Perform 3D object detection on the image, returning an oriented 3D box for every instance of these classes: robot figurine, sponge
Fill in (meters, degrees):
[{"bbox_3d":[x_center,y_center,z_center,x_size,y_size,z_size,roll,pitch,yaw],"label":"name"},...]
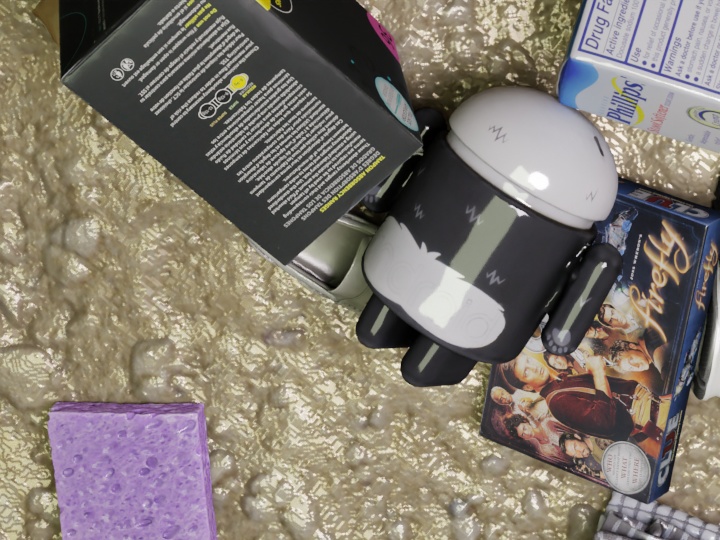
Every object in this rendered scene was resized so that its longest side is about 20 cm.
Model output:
[{"bbox_3d":[0.080,-0.021,1.703,0.150,0.125,0.201,28,106,-14],"label":"robot figurine"},{"bbox_3d":[-0.158,0.190,1.907,0.111,0.030,0.201,-2,108,10],"label":"sponge"}]

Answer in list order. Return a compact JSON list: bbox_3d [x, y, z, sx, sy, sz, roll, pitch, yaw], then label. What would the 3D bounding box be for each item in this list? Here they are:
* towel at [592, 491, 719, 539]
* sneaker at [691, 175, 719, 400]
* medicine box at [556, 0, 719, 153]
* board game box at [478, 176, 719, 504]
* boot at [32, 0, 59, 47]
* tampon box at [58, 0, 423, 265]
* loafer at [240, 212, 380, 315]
[{"bbox_3d":[0.211,0.270,1.821,0.165,0.086,0.201,23,112,17],"label":"towel"},{"bbox_3d":[0.289,-0.005,1.751,0.115,0.076,0.202,7,111,-7],"label":"sneaker"},{"bbox_3d":[0.241,-0.170,1.633,0.199,0.103,0.183,18,78,4],"label":"medicine box"},{"bbox_3d":[0.159,0.039,1.771,0.135,0.035,0.201,20,113,28],"label":"board game box"},{"bbox_3d":[-0.157,-0.237,1.740,0.175,0.066,0.200,36,112,-3],"label":"boot"},{"bbox_3d":[-0.077,-0.135,1.683,0.126,0.150,0.200,-40,120,18],"label":"tampon box"},{"bbox_3d":[0.000,0.000,1.791,0.199,0.070,0.070,28,112,0],"label":"loafer"}]
